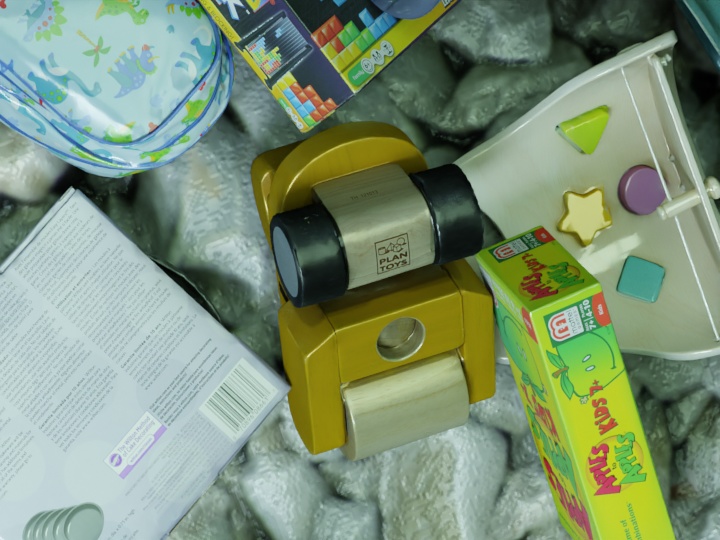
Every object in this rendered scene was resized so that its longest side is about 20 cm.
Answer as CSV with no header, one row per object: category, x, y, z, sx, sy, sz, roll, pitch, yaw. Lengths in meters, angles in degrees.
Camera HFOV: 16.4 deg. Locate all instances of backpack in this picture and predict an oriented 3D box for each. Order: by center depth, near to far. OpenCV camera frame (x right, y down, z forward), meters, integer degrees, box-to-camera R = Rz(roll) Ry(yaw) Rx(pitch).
backpack,-0.168,-0.145,1.484,0.163,0.153,0.200,-47,111,-18

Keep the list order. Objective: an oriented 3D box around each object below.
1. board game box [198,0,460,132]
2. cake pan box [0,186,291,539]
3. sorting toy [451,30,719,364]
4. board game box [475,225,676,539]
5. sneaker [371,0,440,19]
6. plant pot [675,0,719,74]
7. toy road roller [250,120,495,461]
board game box,-0.021,-0.201,1.503,0.166,0.057,0.200,52,41,-7
cake pan box,-0.168,0.078,1.504,0.184,0.052,0.200,42,78,-10
sorting toy,0.139,-0.030,1.566,0.179,0.107,0.201,-22,103,-1
board game box,0.132,0.084,1.511,0.047,0.102,0.201,-22,115,-8
sneaker,0.022,-0.241,1.475,0.082,0.074,0.201,3,64,-45
plant pot,0.312,-0.163,1.530,0.195,0.200,0.201,-34,94,8
toy road roller,0.000,0.000,1.530,0.122,0.146,0.201,-17,127,-14
